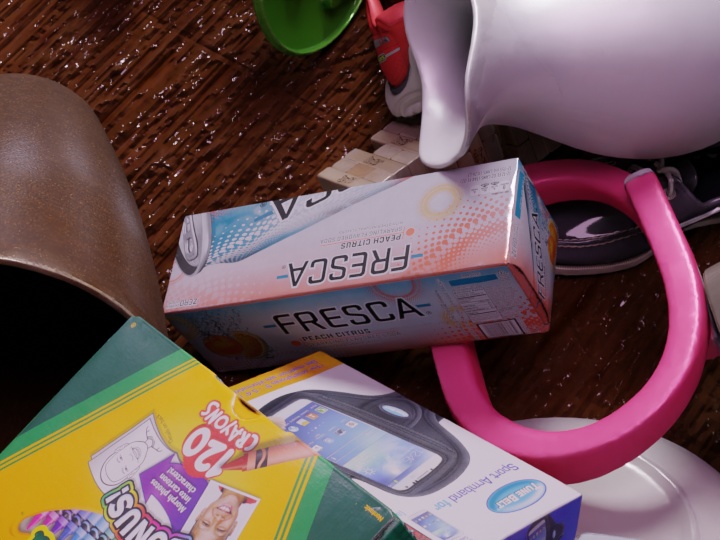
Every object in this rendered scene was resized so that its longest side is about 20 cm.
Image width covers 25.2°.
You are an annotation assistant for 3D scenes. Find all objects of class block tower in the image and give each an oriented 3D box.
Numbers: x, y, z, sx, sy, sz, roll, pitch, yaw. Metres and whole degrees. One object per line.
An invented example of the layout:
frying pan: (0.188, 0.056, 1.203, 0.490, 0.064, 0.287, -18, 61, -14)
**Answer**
block tower: (0.072, -0.083, 0.933, 0.200, 0.054, 0.058, -36, 32, -21)

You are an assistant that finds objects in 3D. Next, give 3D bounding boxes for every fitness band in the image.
fitness band: (0.104, 0.019, 0.830, 0.143, 0.037, 0.200, -22, 46, 11)

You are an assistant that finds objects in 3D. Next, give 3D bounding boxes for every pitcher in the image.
pitcher: (0.116, -0.141, 0.863, 0.199, 0.121, 0.172, -6, 69, -22)

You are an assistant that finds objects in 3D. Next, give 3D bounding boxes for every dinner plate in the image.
dinner plate: (0.095, 0.132, 0.778, 0.199, 0.024, 0.200, -5, 37, 4)

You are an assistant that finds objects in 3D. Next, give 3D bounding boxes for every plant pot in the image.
plant pot: (-0.187, -0.007, 0.840, 0.186, 0.187, 0.200, -4, 44, -1)

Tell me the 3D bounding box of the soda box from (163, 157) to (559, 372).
soda box: (0.000, 0.000, 0.840, 0.199, 0.064, 0.069, -8, 52, 24)

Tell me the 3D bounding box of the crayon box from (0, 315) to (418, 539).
crayon box: (-0.071, 0.113, 0.668, 0.119, 0.058, 0.200, -47, 43, -11)

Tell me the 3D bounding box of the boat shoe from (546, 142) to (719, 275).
boat shoe: (0.174, -0.053, 0.915, 0.199, 0.063, 0.073, -14, 59, -6)

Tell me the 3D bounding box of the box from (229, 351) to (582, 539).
box: (0.007, 0.106, 0.753, 0.200, 0.042, 0.119, 24, 31, 38)

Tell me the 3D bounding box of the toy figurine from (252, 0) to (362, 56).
toy figurine: (-0.084, -0.240, 1.025, 0.184, 0.151, 0.200, 20, 36, 25)

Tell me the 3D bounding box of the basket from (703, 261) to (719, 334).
basket: (0.281, 0.011, 0.777, 0.200, 0.180, 0.136, -26, 62, 18)

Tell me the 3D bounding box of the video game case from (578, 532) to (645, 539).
video game case: (0.114, 0.240, 0.650, 0.045, 0.200, 0.181, -3, 44, 50)

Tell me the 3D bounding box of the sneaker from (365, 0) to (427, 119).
sneaker: (0.038, -0.169, 0.956, 0.077, 0.085, 0.200, -18, 30, 9)
